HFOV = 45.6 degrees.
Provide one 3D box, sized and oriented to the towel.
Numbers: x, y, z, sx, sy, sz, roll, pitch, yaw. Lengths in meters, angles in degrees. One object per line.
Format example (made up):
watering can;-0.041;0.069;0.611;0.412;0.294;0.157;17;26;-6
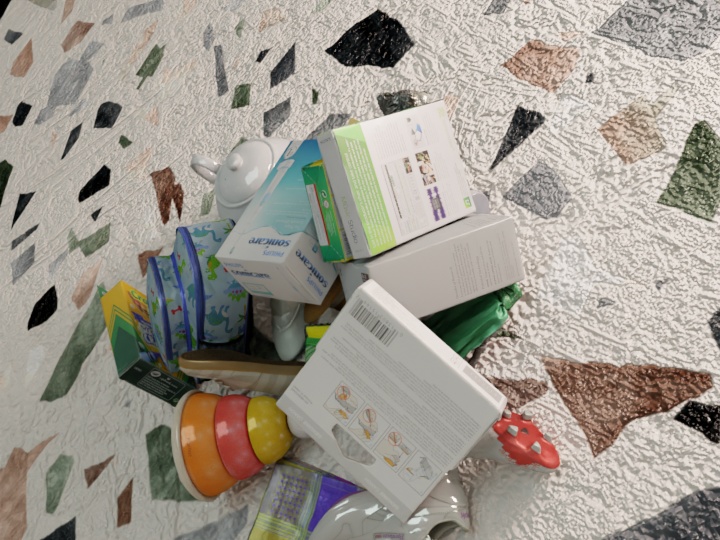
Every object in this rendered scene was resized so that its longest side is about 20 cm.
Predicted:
towel;-0.058;0.323;1.064;0.197;0.023;0.146;10;70;41

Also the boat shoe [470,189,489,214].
boat shoe;0.095;-0.023;1.130;0.065;0.074;0.201;22;69;47

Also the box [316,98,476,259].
box;0.047;-0.111;1.010;0.036;0.198;0.148;-12;98;47

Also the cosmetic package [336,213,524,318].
cosmetic package;0.082;-0.002;1.021;0.196;0.083;0.113;-20;12;-16

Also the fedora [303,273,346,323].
fedora;0.000;0.000;1.150;0.202;0.081;0.201;-54;11;16

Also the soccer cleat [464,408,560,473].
soccer cleat;0.131;0.186;0.970;0.197;0.068;0.087;25;112;24

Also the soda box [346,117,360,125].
soda box;-0.034;-0.118;1.239;0.063;0.068;0.202;27;66;10

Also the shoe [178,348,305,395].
shoe;-0.146;0.143;1.144;0.070;0.195;0.055;-148;66;-77

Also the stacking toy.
stacking toy;-0.137;0.216;1.130;0.196;0.147;0.149;-13;56;14

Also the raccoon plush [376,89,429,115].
raccoon plush;0.066;-0.150;1.174;0.095;0.134;0.204;-7;60;32

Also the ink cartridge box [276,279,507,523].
ink cartridge box;0.030;0.143;0.937;0.199;0.045;0.177;41;111;7

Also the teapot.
teapot;-0.159;-0.132;1.328;0.198;0.146;0.200;-32;49;19

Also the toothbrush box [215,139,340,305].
toothbrush box;-0.071;-0.067;1.090;0.144;0.086;0.202;4;55;45

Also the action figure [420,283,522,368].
action figure;0.118;0.082;1.052;0.199;0.054;0.119;-41;45;16

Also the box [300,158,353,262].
box;0.024;-0.095;1.045;0.048;0.198;0.120;-1;106;48

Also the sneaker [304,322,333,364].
sneaker;0.005;0.109;1.074;0.198;0.077;0.087;-8;77;48

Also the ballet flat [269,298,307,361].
ballet flat;-0.098;0.027;1.242;0.068;0.069;0.204;-1;64;36

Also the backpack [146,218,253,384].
backpack;-0.227;0.039;1.215;0.185;0.144;0.203;-118;30;-42

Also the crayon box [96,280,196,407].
crayon box;-0.335;0.101;1.334;0.051;0.126;0.201;-38;47;10

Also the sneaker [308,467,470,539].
sneaker;0.031;0.291;0.964;0.197;0.075;0.101;-26;59;7
